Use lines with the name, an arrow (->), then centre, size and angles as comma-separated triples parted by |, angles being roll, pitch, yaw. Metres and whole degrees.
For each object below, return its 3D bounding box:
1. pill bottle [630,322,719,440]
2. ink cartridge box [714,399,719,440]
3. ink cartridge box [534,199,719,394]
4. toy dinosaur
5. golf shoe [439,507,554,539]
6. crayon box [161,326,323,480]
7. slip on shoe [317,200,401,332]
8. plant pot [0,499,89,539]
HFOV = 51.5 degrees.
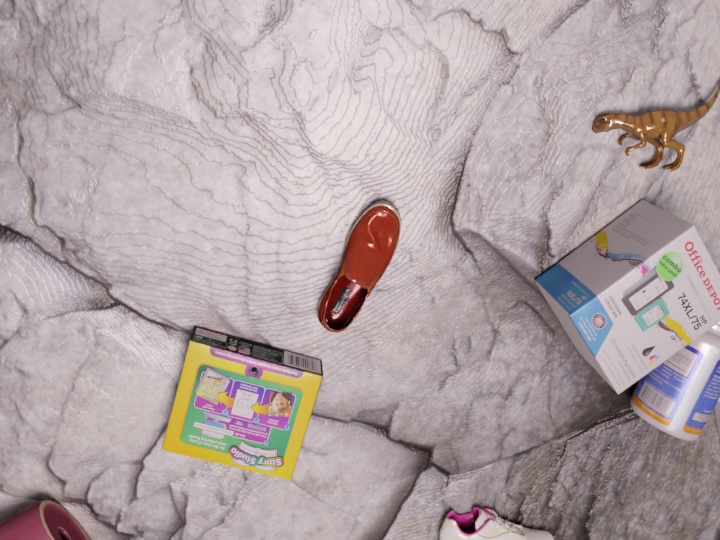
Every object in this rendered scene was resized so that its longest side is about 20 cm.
pill bottle -> 0.491, 0.136, 1.109 | 0.109, 0.112, 0.205 | 18, 104, -11
ink cartridge box -> 0.637, 0.256, 1.184 | 0.112, 0.068, 0.205 | -19, 108, 0
ink cartridge box -> 0.380, 0.032, 1.046 | 0.198, 0.146, 0.148 | -37, 108, 5
toy dinosaur -> 0.422, -0.196, 1.027 | 0.194, 0.061, 0.109 | -10, 107, -3
golf shoe -> 0.219, 0.425, 1.190 | 0.194, 0.075, 0.094 | -2, 104, -7
crayon box -> -0.170, 0.195, 1.084 | 0.195, 0.058, 0.177 | 16, 106, -10
slip on shoe -> 0.000, 0.000, 1.041 | 0.073, 0.061, 0.203 | 27, 101, -12
plant pot -> -0.486, 0.440, 1.065 | 0.178, 0.200, 0.202 | -38, 108, -9
